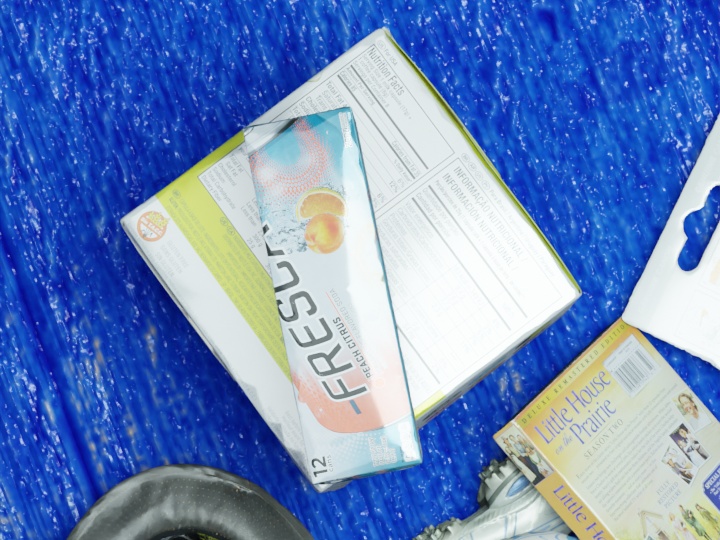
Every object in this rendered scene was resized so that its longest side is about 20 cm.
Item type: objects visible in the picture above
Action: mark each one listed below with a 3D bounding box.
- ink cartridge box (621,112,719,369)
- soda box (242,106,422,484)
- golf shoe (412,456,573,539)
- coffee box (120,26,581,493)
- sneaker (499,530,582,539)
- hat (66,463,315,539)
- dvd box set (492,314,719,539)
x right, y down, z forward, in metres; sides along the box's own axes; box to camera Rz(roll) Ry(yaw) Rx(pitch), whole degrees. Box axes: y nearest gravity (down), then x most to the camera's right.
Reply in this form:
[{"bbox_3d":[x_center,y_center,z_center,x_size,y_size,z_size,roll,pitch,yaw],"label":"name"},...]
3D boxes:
[{"bbox_3d":[0.295,0.009,1.294,0.199,0.050,0.163,26,88,11],"label":"ink cartridge box"},{"bbox_3d":[-0.014,0.015,1.085,0.063,0.068,0.201,-12,87,2],"label":"soda box"},{"bbox_3d":[0.082,0.195,1.272,0.200,0.078,0.097,-43,92,0],"label":"golf shoe"},{"bbox_3d":[0.000,0.000,1.222,0.197,0.200,0.200,-37,85,-1],"label":"coffee box"},{"bbox_3d":[0.107,0.257,1.242,0.072,0.072,0.201,1,115,-13],"label":"sneaker"},{"bbox_3d":[-0.115,0.232,1.273,0.199,0.081,0.202,1,74,-4],"label":"hat"},{"bbox_3d":[0.192,0.141,1.248,0.200,0.029,0.146,49,46,3],"label":"dvd box set"}]
